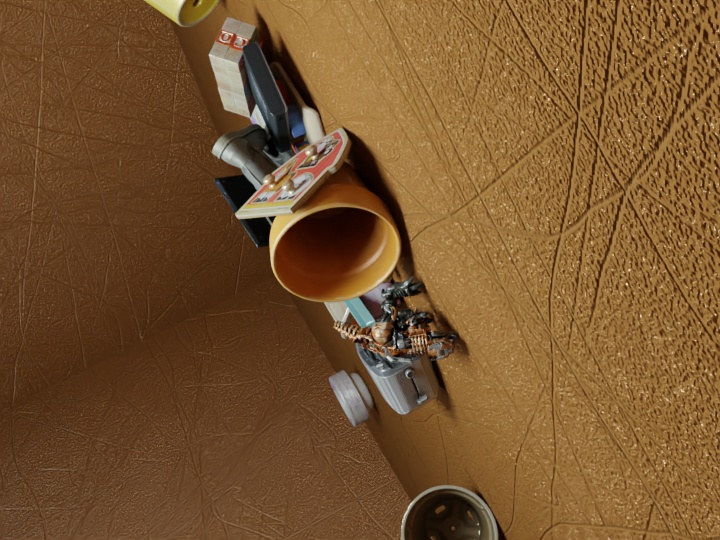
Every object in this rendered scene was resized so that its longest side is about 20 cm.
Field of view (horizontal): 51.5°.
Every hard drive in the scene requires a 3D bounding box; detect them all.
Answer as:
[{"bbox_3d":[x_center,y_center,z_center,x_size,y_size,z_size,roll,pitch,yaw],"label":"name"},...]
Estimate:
[{"bbox_3d":[-0.169,-0.311,1.374,0.200,0.033,0.140,109,137,-80],"label":"hard drive"}]

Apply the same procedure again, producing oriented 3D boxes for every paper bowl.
[{"bbox_3d":[-0.024,0.450,2.677,0.201,0.104,0.201,60,169,19],"label":"paper bowl"}]

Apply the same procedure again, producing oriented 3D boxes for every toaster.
[{"bbox_3d":[0.071,0.185,1.440,0.129,0.114,0.200,65,169,-25],"label":"toaster"}]

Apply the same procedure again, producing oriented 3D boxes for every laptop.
[{"bbox_3d":[-0.163,-0.093,1.416,0.177,0.200,0.103,54,138,27],"label":"laptop"}]

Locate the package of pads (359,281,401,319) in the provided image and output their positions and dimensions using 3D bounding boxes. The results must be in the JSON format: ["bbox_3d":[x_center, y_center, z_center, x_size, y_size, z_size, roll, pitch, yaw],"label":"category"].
[{"bbox_3d":[0.000,0.000,1.433,0.200,0.076,0.121,62,173,7],"label":"package of pads"}]

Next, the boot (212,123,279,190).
[{"bbox_3d":[-0.158,-0.177,1.371,0.200,0.073,0.182,37,-150,4],"label":"boot"}]

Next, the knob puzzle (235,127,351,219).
[{"bbox_3d":[-0.094,-0.161,1.155,0.030,0.220,0.220,51,176,-24],"label":"knob puzzle"}]

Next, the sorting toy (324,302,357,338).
[{"bbox_3d":[-0.039,0.011,1.634,0.200,0.107,0.180,56,161,39],"label":"sorting toy"}]

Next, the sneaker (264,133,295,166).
[{"bbox_3d":[-0.199,-0.271,1.642,0.200,0.071,0.098,30,163,38],"label":"sneaker"}]

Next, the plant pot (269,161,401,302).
[{"bbox_3d":[-0.051,-0.083,1.198,0.183,0.200,0.200,-104,-2,-46],"label":"plant pot"}]

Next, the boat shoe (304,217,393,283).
[{"bbox_3d":[-0.035,-0.029,1.319,0.062,0.200,0.075,124,167,-50],"label":"boat shoe"}]

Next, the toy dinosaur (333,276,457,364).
[{"bbox_3d":[0.054,0.089,1.172,0.200,0.136,0.102,19,138,11],"label":"toy dinosaur"}]

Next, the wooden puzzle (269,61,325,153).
[{"bbox_3d":[-0.120,-0.274,1.425,0.200,0.046,0.185,55,167,41],"label":"wooden puzzle"}]

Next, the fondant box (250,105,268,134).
[{"bbox_3d":[-0.225,-0.383,1.662,0.144,0.058,0.200,64,172,-4],"label":"fondant box"}]

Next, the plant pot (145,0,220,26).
[{"bbox_3d":[-0.401,-0.630,1.583,0.189,0.201,0.201,48,169,5],"label":"plant pot"}]

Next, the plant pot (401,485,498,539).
[{"bbox_3d":[0.199,0.569,1.632,0.201,0.200,0.183,60,-178,17],"label":"plant pot"}]

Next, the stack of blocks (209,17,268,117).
[{"bbox_3d":[-0.230,-0.400,1.446,0.059,0.115,0.200,19,164,4],"label":"stack of blocks"}]

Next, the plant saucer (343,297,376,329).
[{"bbox_3d":[-0.014,0.061,1.391,0.200,0.019,0.070,52,165,47],"label":"plant saucer"}]
